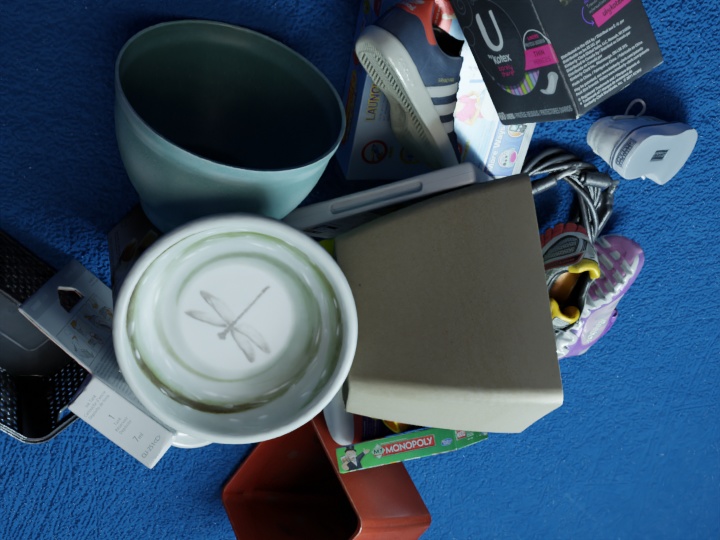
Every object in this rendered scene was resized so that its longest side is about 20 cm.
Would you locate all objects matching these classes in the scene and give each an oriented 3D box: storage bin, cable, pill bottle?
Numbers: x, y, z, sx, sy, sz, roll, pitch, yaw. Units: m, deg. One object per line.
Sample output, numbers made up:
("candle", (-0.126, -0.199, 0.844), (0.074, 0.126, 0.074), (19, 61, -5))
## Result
("storage bin", (-0.352, 0.069, 1.011), (0.134, 0.094, 0.200), (-35, 131, 11))
("cable", (0.200, -0.043, 1.152), (0.161, 0.051, 0.201), (11, 125, -28))
("pill bottle", (0.053, 0.136, 1.207), (0.197, 0.113, 0.114), (-10, 132, -12))

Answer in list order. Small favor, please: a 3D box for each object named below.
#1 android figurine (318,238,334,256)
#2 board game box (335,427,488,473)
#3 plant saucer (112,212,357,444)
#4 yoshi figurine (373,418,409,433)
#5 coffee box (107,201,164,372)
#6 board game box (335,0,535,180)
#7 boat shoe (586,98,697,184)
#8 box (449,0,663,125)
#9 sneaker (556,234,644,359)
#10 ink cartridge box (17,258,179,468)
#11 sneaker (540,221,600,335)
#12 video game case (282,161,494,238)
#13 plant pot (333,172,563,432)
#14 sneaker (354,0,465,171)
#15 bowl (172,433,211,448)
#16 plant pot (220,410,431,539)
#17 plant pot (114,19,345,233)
("android figurine", (0.000, 0.000, 1.080), (0.197, 0.042, 0.182), (-13, 160, -19))
("board game box", (0.065, 0.198, 1.152), (0.133, 0.030, 0.200), (-14, 171, 15))
("plant saucer", (-0.102, 0.043, 0.828), (0.197, 0.050, 0.203), (-2, 112, -6))
("yoshi figurine", (0.071, 0.073, 1.113), (0.200, 0.112, 0.112), (-46, 172, -19))
("coffee box", (-0.172, 0.010, 0.953), (0.114, 0.201, 0.080), (-39, 129, 16))
("board game box", (0.086, -0.186, 0.984), (0.193, 0.056, 0.202), (-1, 129, -19))
("boat shoe", (0.297, -0.142, 1.092), (0.201, 0.086, 0.075), (-11, 135, -52))
("box", (0.150, -0.238, 0.851), (0.105, 0.122, 0.202), (-31, 105, -19))
("sneaker", (0.288, 0.038, 1.242), (0.087, 0.081, 0.201), (7, 131, -34))
("ink cartridge box", (-0.238, 0.081, 0.951), (0.176, 0.200, 0.045), (40, 99, -10))
("sneaker", (0.203, 0.045, 1.141), (0.077, 0.083, 0.202), (12, 122, -22))
("video game case", (0.039, -0.064, 0.980), (0.180, 0.022, 0.200), (-14, 175, 15))
("plant pot", (0.065, 0.045, 0.922), (0.174, 0.203, 0.200), (-5, 164, -3))
("sneaker", (0.067, -0.165, 0.913), (0.085, 0.075, 0.201), (-49, 146, -13))
("bowl", (-0.192, 0.135, 1.128), (0.198, 0.095, 0.203), (-10, 132, -11))
("plant pot", (-0.030, 0.305, 1.276), (0.175, 0.201, 0.201), (14, 124, -42))
("plant pot", (-0.126, -0.106, 0.886), (0.197, 0.202, 0.135), (3, 136, -23))
